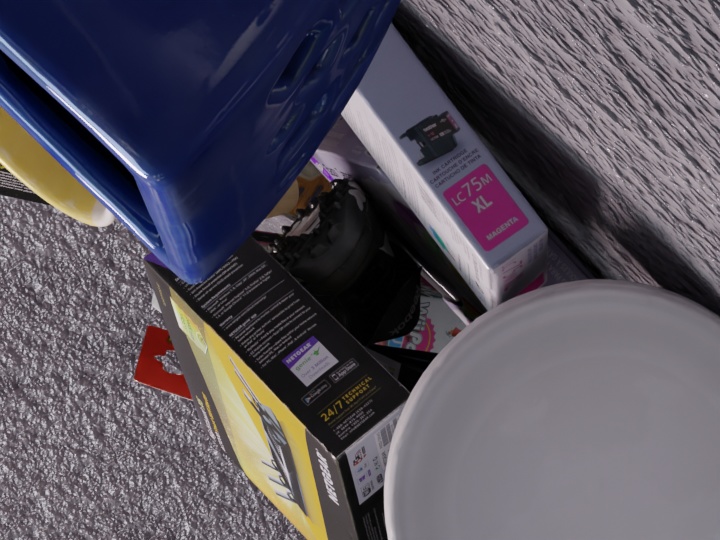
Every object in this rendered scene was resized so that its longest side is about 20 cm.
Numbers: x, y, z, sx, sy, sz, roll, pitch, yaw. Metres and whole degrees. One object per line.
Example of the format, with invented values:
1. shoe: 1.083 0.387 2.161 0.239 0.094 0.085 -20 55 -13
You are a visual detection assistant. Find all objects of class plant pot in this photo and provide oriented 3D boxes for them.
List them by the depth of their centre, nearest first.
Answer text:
1. plant pot: -0.062 -0.134 0.785 0.200 0.180 0.200 44 175 6

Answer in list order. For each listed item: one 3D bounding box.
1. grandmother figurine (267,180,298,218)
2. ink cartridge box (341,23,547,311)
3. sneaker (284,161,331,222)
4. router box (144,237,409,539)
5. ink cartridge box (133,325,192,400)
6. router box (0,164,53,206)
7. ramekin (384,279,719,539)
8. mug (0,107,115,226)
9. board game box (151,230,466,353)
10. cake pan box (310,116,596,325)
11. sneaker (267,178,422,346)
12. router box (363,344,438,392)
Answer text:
1. grandmother figurine: -0.057 -0.091 1.444 0.061 0.121 0.200 19 -168 -9
2. ink cartridge box: 0.019 -0.075 1.244 0.200 0.042 0.119 51 175 12
3. sneaker: -0.054 -0.073 1.692 0.200 0.075 0.088 44 -178 38
4. router box: -0.032 0.076 1.371 0.157 0.052 0.200 44 164 27
5. ink cartridge box: -0.042 0.059 1.689 0.200 0.047 0.160 14 -169 -4
6. router box: -0.196 -0.099 1.619 0.200 0.149 0.051 12 -121 -40
7. ramekin: 0.108 0.098 1.221 0.202 0.202 0.094 45 -175 -9
8. mug: -0.149 -0.132 1.429 0.149 0.153 0.187 52 160 -28
9. board game box: -0.012 0.024 1.628 0.200 0.064 0.148 9 -169 -26
10. cake pan box: 0.059 -0.018 1.422 0.184 0.052 0.200 48 174 -16
11. sneaker: 0.000 0.000 1.421 0.090 0.066 0.200 39 176 -4
12. router box: 0.102 0.091 1.422 0.157 0.052 0.200 9 -174 -25
